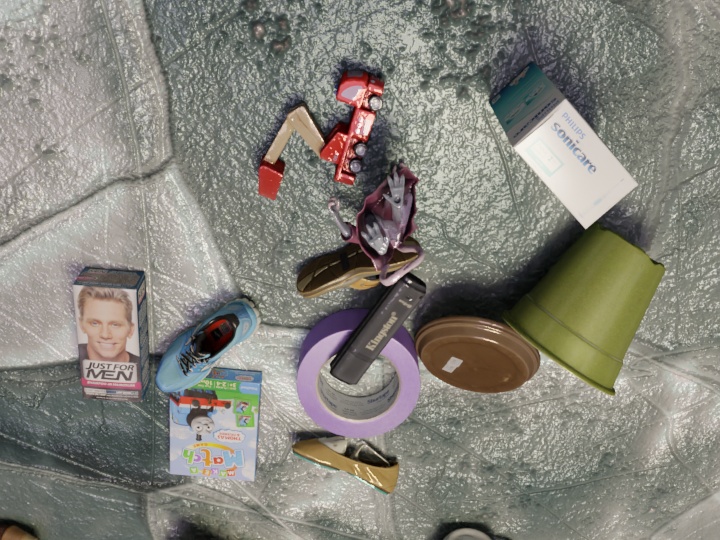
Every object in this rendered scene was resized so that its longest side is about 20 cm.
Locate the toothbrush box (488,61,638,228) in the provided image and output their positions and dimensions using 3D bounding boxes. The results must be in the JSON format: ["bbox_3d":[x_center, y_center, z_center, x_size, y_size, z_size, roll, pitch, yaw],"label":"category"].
[{"bbox_3d":[0.253,-0.167,0.967,0.085,0.201,0.146,-41,111,18],"label":"toothbrush box"}]

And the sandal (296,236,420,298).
[{"bbox_3d":[0.000,0.000,1.121,0.196,0.081,0.054,-21,130,12],"label":"sandal"}]

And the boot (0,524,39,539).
[{"bbox_3d":[-0.662,0.546,1.399,0.162,0.073,0.204,9,118,9],"label":"boot"}]

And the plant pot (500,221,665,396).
[{"bbox_3d":[0.337,0.041,1.094,0.198,0.200,0.192,30,100,-14],"label":"plant pot"}]

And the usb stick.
[{"bbox_3d":[0.024,0.088,1.112,0.055,0.033,0.201,30,111,-16],"label":"usb stick"}]

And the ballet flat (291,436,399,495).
[{"bbox_3d":[-0.022,0.318,1.289,0.197,0.069,0.064,27,86,-15],"label":"ballet flat"}]

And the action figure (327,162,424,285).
[{"bbox_3d":[0.041,-0.064,1.029,0.132,0.200,0.151,-30,86,-6],"label":"action figure"}]

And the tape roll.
[{"bbox_3d":[-0.003,0.166,1.204,0.195,0.066,0.205,0,117,0],"label":"tape roll"}]

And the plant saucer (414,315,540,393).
[{"bbox_3d":[0.175,0.135,1.154,0.195,0.030,0.202,12,147,8],"label":"plant saucer"}]

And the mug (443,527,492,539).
[{"bbox_3d":[0.212,0.561,1.367,0.196,0.147,0.180,-9,113,-30],"label":"mug"}]

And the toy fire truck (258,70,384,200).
[{"bbox_3d":[-0.057,-0.185,1.041,0.138,0.049,0.204,15,115,-8],"label":"toy fire truck"}]

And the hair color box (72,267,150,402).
[{"bbox_3d":[-0.385,0.102,1.174,0.097,0.061,0.205,4,115,-2],"label":"hair color box"}]

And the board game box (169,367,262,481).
[{"bbox_3d":[-0.243,0.257,1.263,0.147,0.037,0.204,5,116,-3],"label":"board game box"}]

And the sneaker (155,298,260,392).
[{"bbox_3d":[-0.247,0.115,1.153,0.199,0.090,0.079,-41,86,13],"label":"sneaker"}]
